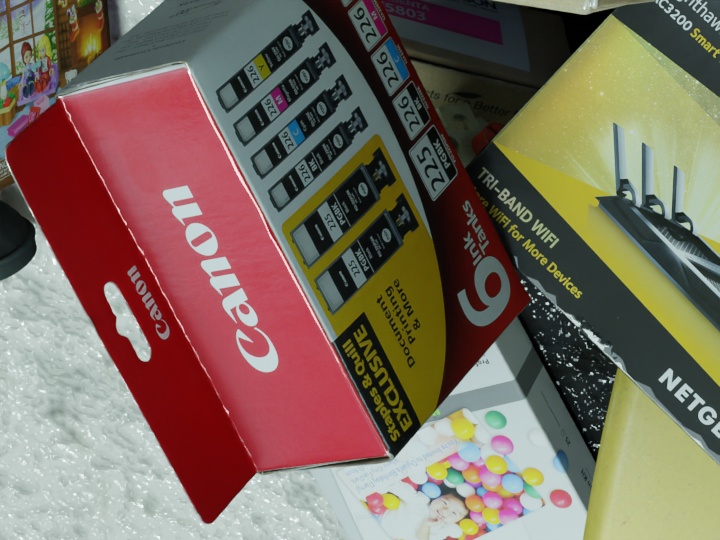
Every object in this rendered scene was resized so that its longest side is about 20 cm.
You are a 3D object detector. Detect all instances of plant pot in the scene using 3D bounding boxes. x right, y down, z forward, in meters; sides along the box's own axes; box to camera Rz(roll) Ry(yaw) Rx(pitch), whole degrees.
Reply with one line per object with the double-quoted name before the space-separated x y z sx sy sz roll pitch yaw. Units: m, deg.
"plant pot" 0.201 0.117 1.472 0.200 0.176 0.200 24 173 8

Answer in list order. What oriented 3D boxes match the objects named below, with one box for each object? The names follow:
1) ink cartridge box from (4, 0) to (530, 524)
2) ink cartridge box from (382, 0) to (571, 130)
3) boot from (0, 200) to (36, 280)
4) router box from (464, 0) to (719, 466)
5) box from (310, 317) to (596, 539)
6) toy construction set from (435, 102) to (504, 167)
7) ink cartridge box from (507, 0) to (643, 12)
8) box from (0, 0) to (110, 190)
"ink cartridge box" -0.037 -0.018 1.292 0.084 0.176 0.200 -10 116 40
"ink cartridge box" -0.012 -0.071 1.509 0.200 0.075 0.165 14 128 -15
"boot" -0.284 -0.079 1.687 0.198 0.073 0.163 11 127 23
"router box" 0.163 -0.023 1.359 0.200 0.052 0.157 44 99 6
"box" 0.050 0.107 1.682 0.156 0.041 0.200 -14 117 32
"toy construction set" 0.000 0.000 1.462 0.131 0.092 0.200 22 126 -21
"ink cartridge box" 0.055 -0.223 1.312 0.165 0.075 0.200 12 103 28
"box" -0.195 -0.110 1.522 0.039 0.200 0.137 8 113 26
